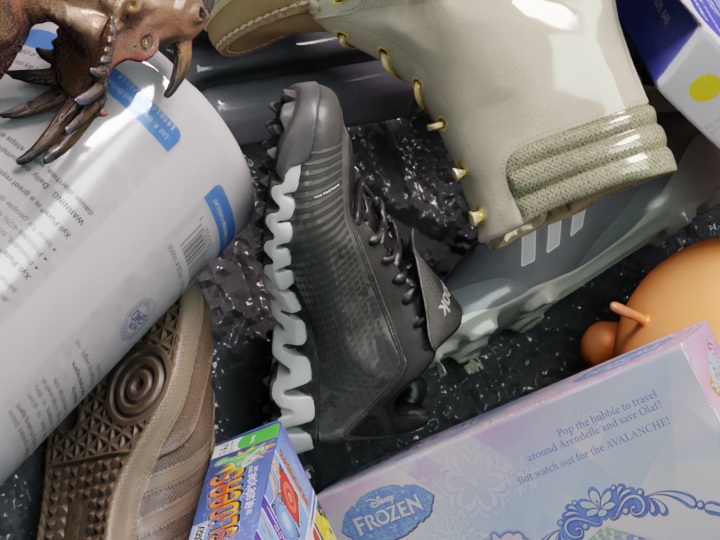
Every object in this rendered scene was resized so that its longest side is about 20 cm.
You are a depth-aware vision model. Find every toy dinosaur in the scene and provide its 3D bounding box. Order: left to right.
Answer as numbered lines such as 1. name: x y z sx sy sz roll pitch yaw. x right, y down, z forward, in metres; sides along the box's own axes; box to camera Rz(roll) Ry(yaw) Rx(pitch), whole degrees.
1. toy dinosaur: -0.170 -0.088 1.066 0.136 0.199 0.086 57 23 -28

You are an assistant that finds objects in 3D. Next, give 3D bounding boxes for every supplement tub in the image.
1. supplement tub: -0.153 -0.002 1.131 0.132 0.132 0.200 48 68 -10

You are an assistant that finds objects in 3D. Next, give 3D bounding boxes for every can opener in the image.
1. can opener: 0.013 -0.107 1.243 0.199 0.067 0.053 -11 54 -23

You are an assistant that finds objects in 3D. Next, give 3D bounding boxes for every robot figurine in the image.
1. robot figurine: 0.187 0.055 1.250 0.117 0.200 0.144 -39 55 8

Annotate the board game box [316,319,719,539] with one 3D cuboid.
1. board game box: 0.108 0.150 1.194 0.200 0.200 0.043 63 28 -5

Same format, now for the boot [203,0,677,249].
1. boot: 0.030 -0.082 1.155 0.072 0.199 0.155 -18 91 -61

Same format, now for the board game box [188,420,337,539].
1. board game box: -0.014 0.180 1.142 0.034 0.135 0.201 -21 106 11

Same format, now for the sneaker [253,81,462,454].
1. sneaker: 0.000 0.000 1.169 0.090 0.201 0.067 0 39 0

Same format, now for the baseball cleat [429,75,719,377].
1. baseball cleat: 0.083 -0.030 1.278 0.200 0.070 0.107 -28 80 -28

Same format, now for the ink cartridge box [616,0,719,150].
1. ink cartridge box: 0.145 -0.122 1.218 0.047 0.198 0.200 -40 126 18

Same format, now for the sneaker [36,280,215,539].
1. sneaker: -0.097 0.103 1.186 0.075 0.070 0.201 33 65 -45
